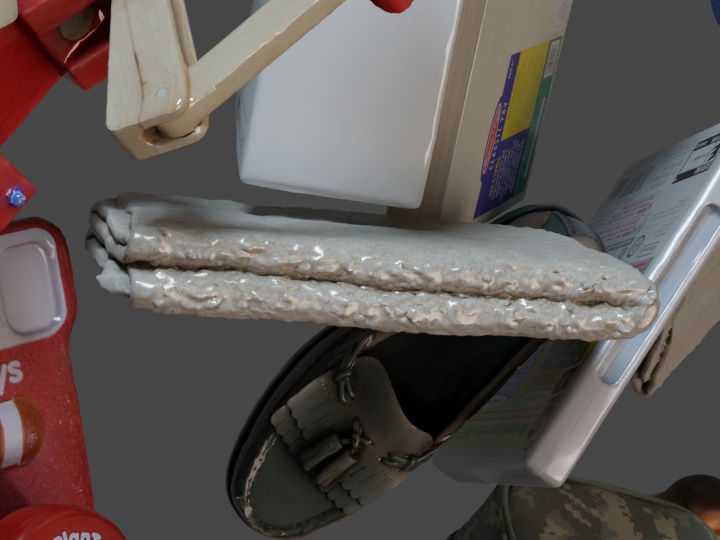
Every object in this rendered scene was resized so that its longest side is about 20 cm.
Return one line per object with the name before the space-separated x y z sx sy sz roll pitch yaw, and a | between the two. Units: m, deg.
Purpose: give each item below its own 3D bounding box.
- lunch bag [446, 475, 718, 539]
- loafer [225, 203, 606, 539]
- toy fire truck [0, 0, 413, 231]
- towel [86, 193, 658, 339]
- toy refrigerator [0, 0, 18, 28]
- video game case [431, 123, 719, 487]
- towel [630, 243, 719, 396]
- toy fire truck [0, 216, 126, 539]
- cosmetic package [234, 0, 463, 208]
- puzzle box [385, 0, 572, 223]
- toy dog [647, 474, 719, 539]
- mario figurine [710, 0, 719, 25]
lunch bag | 0.088 0.219 1.035 0.139 0.200 0.168 13 134 -27
loafer | 0.023 0.043 0.961 0.200 0.063 0.072 -41 100 -1
toy fire truck | -0.077 -0.080 0.752 0.200 0.141 0.049 -50 139 -9
towel | 0.000 0.000 0.831 0.200 0.133 0.035 5 97 -11
toy refrigerator | -0.163 -0.160 0.678 0.076 0.070 0.200 -29 131 -35
video game case | 0.108 0.018 1.009 0.182 0.022 0.200 -56 -175 -9
towel | 0.200 -0.032 1.146 0.200 0.034 0.133 -44 160 -26
toy fire truck | -0.177 0.075 0.783 0.200 0.112 0.168 -14 97 -44
cosmetic package | 0.003 -0.135 0.837 0.071 0.101 0.200 8 108 -8
puzzle box | 0.061 -0.114 0.946 0.133 0.025 0.200 -30 135 -66
toy dog | 0.207 0.194 1.205 0.200 0.194 0.140 32 101 -18
mario figurine | 0.165 -0.168 0.969 0.106 0.123 0.200 -70 160 0
